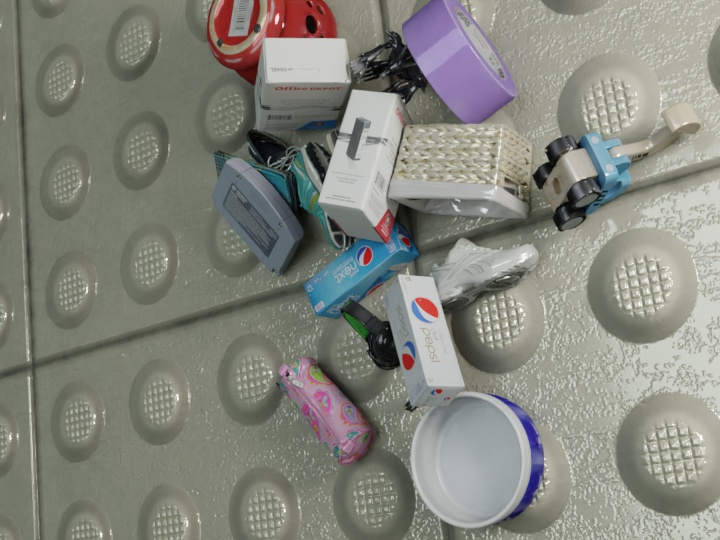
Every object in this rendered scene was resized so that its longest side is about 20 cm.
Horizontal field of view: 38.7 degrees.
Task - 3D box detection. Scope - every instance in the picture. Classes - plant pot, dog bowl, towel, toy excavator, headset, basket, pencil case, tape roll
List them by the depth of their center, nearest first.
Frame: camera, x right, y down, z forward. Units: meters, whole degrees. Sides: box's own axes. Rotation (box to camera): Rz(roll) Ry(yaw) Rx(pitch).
[{"bbox_3d":[0.376,-0.163,1.503,0.195,0.197,0.101,109,141,-61],"label":"toy excavator"},{"bbox_3d":[0.179,0.289,1.572,0.197,0.078,0.204,-6,79,34],"label":"dog bowl"},{"bbox_3d":[0.157,-0.331,1.610,0.084,0.199,0.202,-35,65,22],"label":"tape roll"},{"bbox_3d":[0.162,-0.158,1.622,0.197,0.135,0.126,4,83,34],"label":"basket"},{"bbox_3d":[0.038,0.133,1.668,0.199,0.124,0.094,40,80,9],"label":"headset"},{"bbox_3d":[-0.061,0.235,1.742,0.200,0.087,0.088,47,108,29],"label":"pencil case"},{"bbox_3d":[-0.170,-0.435,1.867,0.198,0.181,0.204,-7,78,35],"label":"plant pot"},{"bbox_3d":[-0.191,-0.132,1.882,0.198,0.022,0.149,21,129,35],"label":"towel"}]

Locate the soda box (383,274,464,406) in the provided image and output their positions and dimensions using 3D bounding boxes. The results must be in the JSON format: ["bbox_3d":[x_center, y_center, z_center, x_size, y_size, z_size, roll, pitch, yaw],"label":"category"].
[{"bbox_3d":[0.096,0.107,1.583,0.064,0.067,0.203,124,142,-47],"label":"soda box"}]

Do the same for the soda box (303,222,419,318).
[{"bbox_3d":[0.000,0.000,1.746,0.199,0.067,0.065,-38,64,24],"label":"soda box"}]

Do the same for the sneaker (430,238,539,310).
[{"bbox_3d":[0.186,-0.013,1.619,0.198,0.078,0.101,-23,67,28],"label":"sneaker"}]

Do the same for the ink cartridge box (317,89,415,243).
[{"bbox_3d":[0.016,-0.168,1.650,0.082,0.144,0.203,11,75,22],"label":"ink cartridge box"}]

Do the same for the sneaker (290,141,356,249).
[{"bbox_3d":[-0.062,-0.121,1.753,0.080,0.077,0.202,-41,62,40],"label":"sneaker"}]

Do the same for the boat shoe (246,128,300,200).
[{"bbox_3d":[-0.137,-0.196,1.868,0.075,0.062,0.200,-41,56,-9],"label":"boat shoe"}]

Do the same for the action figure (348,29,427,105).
[{"bbox_3d":[0.049,-0.319,1.685,0.102,0.200,0.119,-39,94,-3],"label":"action figure"}]

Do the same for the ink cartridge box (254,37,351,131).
[{"bbox_3d":[-0.104,-0.317,1.764,0.143,0.200,0.086,-2,75,-12],"label":"ink cartridge box"}]

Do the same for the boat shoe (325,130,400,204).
[{"bbox_3d":[0.007,-0.170,1.772,0.064,0.072,0.202,-36,62,12],"label":"boat shoe"}]

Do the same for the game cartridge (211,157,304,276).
[{"bbox_3d":[-0.185,-0.101,1.849,0.200,0.041,0.134,49,135,12],"label":"game cartridge"}]
